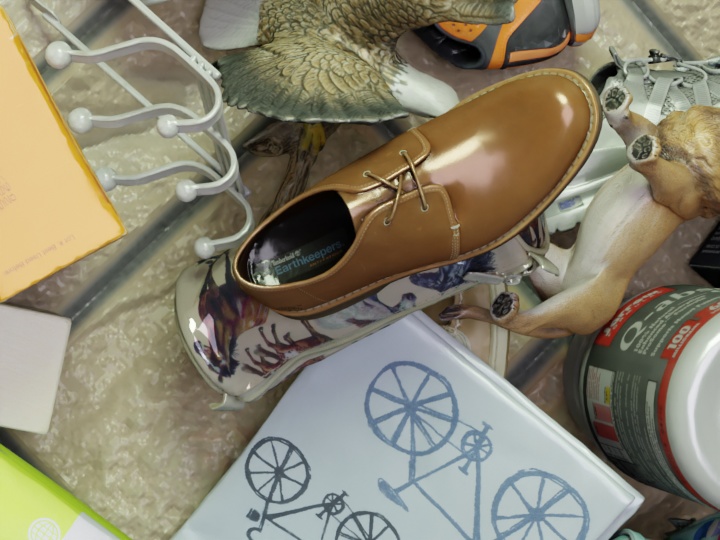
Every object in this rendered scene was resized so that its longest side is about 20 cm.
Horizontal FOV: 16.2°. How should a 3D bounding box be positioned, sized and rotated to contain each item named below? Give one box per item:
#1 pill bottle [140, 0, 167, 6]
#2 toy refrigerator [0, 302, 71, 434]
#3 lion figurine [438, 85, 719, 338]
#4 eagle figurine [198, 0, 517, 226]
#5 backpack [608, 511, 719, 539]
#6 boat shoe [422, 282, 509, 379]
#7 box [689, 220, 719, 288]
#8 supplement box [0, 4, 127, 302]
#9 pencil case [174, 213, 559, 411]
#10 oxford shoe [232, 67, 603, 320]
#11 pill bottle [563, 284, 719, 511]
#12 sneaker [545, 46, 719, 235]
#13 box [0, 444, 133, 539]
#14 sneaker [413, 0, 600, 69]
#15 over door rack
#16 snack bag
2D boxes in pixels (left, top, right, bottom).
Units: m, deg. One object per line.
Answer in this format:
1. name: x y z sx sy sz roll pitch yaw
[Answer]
1. pill bottle: -0.110 -0.244 1.312 0.112 0.112 0.200 -20 100 -13
2. toy refrigerator: -0.258 0.036 1.317 0.200 0.076 0.070 12 89 -16
3. lion figurine: 0.142 -0.022 1.364 0.200 0.073 0.122 -41 142 12
4. eagle figurine: -0.002 -0.116 1.309 0.151 0.200 0.152 -4 75 -7
5. backpack: 0.179 0.220 1.357 0.150 0.200 0.178 23 63 -23
6. boat shoe: 0.038 0.061 1.397 0.066 0.074 0.200 2 91 -20
7. box: 0.330 -0.013 1.457 0.200 0.104 0.182 39 83 -13
8. supplement box: -0.184 -0.061 1.268 0.073 0.200 0.126 -30 100 -8
9. pencil case: 0.000 0.000 1.310 0.200 0.078 0.090 -27 59 15
10. oxford shoe: 0.027 -0.035 1.227 0.200 0.071 0.071 -32 76 12
11. pill bottle: 0.186 0.066 1.371 0.116 0.200 0.116 -1 93 -15
12. sneaker: 0.170 -0.094 1.426 0.200 0.075 0.082 -27 100 -12
13. box: -0.134 0.160 1.329 0.200 0.122 0.048 39 80 -13
14. sneaker: 0.056 -0.205 1.392 0.112 0.078 0.200 -18 96 -15
15. over door rack: -0.131 -0.109 1.271 0.067 0.148 0.200 -32 68 -10
16. snack bag: 0.021 0.138 1.369 0.189 0.021 0.200 39 103 5
